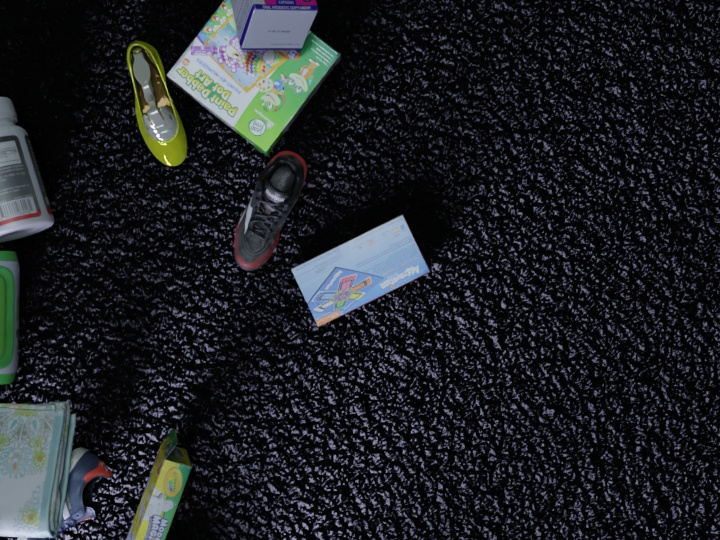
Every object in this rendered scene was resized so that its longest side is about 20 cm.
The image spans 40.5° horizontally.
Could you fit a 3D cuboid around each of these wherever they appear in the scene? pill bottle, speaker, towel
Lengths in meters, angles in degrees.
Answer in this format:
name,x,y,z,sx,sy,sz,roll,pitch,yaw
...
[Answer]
name,x,y,z,sx,sy,sz,roll,pitch,yaw
pill bottle,-0.547,-0.151,1.478,0.113,0.114,0.201,-17,90,-3
speaker,-0.565,0.071,1.489,0.088,0.088,0.202,1,89,-3
towel,-0.522,0.296,1.468,0.170,0.048,0.201,-1,70,13

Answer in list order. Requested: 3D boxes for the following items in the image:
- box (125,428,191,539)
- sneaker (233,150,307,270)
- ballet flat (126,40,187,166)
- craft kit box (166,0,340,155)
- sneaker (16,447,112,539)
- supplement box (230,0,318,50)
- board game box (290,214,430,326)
name,x,y,z,sx,sy,sz,roll,pitch,yaw
box,-0.305,0.347,1.482,0.048,0.117,0.201,19,89,-14
sneaker,-0.143,-0.094,1.507,0.070,0.098,0.201,25,89,-4
ballet flat,-0.322,-0.260,1.515,0.066,0.067,0.201,-16,90,-4
craft kit box,-0.167,-0.320,1.537,0.200,0.049,0.198,37,90,-2
sneaker,-0.451,0.376,1.495,0.084,0.075,0.201,30,88,2
supplement box,-0.141,-0.445,1.472,0.101,0.103,0.201,-5,69,-22
board game box,0.000,0.000,1.552,0.199,0.019,0.103,-26,89,-3
